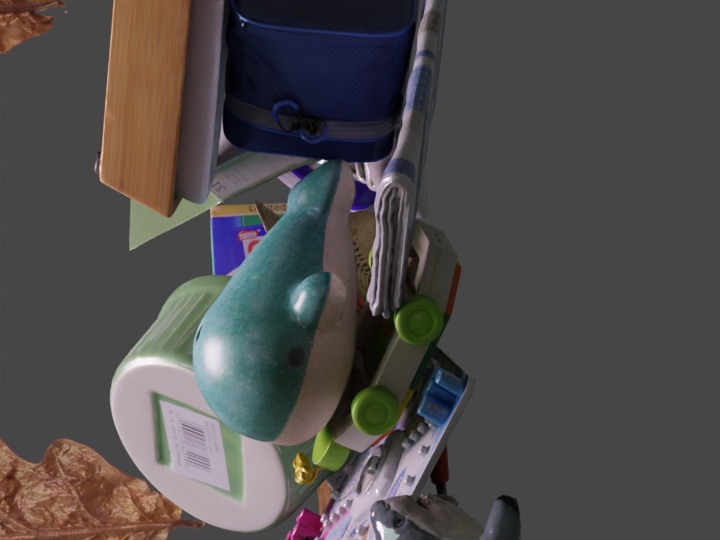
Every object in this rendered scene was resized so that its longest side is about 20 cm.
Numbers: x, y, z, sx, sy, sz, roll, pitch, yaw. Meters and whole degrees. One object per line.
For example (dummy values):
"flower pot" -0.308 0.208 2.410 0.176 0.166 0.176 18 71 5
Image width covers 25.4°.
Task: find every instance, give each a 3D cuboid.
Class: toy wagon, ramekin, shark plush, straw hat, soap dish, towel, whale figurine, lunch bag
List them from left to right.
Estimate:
"soap dish" -0.137 -0.150 1.144 0.157 0.080 0.202 -98 15 -78
"ramekin" -0.104 0.113 1.278 0.098 0.199 0.201 -47 -31 -42
"whale figurine" -0.057 0.018 1.120 0.159 0.103 0.202 159 123 -73
"lunch bag" -0.028 -0.164 1.160 0.201 0.135 0.133 -83 0 -46
"straw hat" 0.000 0.000 1.302 0.202 0.085 0.201 56 -177 -5
"toy wagon" 0.010 0.065 1.127 0.155 0.039 0.201 -111 44 -72
"towel" 0.032 -0.088 1.038 0.147 0.024 0.201 95 -175 -55
"shark plush" 0.056 0.226 0.935 0.091 0.082 0.202 100 165 -67

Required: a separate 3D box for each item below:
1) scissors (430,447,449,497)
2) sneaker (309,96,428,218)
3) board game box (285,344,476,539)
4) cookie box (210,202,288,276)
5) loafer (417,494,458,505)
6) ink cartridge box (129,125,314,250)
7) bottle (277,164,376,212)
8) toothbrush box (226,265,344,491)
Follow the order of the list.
"scissors" 0.061 0.163 1.214 0.073 0.014 0.202 174 91 -78
"sneaker" 0.005 -0.087 1.237 0.200 0.088 0.076 -112 21 -72
"board game box" 0.007 0.144 1.145 0.201 0.026 0.200 -63 11 3
"cookie box" -0.060 0.036 1.569 0.075 0.169 0.202 103 162 -63
"loafer" 0.026 0.196 1.179 0.200 0.075 0.068 119 136 -64
"ink cartridge box" -0.123 -0.120 1.295 0.048 0.199 0.147 40 -144 -45
"bottle" -0.036 -0.105 1.395 0.200 0.065 0.084 37 -118 -59
"toothbrush box" -0.040 0.085 1.400 0.201 0.085 0.146 57 -178 -13
